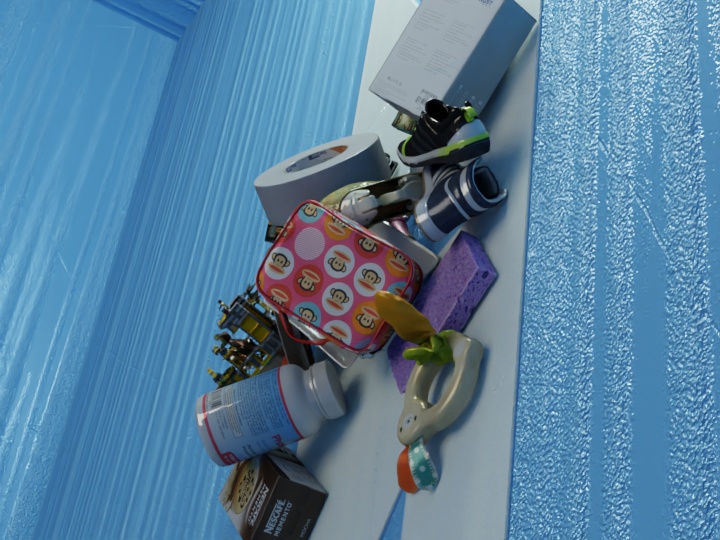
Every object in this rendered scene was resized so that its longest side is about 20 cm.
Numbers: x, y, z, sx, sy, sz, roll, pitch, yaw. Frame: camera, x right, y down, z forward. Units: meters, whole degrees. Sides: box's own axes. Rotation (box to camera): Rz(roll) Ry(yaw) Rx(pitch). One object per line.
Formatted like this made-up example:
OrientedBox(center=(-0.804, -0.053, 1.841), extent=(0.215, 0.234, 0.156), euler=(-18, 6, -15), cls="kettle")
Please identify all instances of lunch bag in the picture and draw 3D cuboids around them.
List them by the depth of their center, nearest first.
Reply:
OrientedBox(center=(-0.035, 0.021, 1.585), extent=(0.176, 0.200, 0.082), euler=(-58, -17, 2), cls="lunch bag")

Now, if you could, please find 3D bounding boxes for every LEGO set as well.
OrientedBox(center=(-0.199, 0.101, 1.898), extent=(0.154, 0.116, 0.200), euler=(-48, 11, 17), cls="LEGO set")

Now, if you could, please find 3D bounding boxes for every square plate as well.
OrientedBox(center=(-0.012, 0.017, 1.677), extent=(0.200, 0.028, 0.198), euler=(-49, 51, -5), cls="square plate")

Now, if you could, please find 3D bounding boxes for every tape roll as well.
OrientedBox(center=(-0.056, -0.137, 1.776), extent=(0.200, 0.066, 0.200), euler=(-20, 17, 6), cls="tape roll")

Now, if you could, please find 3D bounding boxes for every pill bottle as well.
OrientedBox(center=(-0.126, 0.199, 1.702), extent=(0.200, 0.109, 0.109), euler=(-20, 35, 8), cls="pill bottle")

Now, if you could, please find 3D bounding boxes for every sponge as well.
OrientedBox(center=(0.100, 0.056, 1.528), extent=(0.200, 0.030, 0.112), euler=(-60, 21, 19), cls="sponge")

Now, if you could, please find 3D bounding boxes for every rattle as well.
OrientedBox(center=(0.051, 0.149, 1.409), extent=(0.130, 0.143, 0.200), euler=(26, 86, 51), cls="rattle")

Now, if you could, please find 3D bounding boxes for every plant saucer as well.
OrientedBox(center=(-0.101, 0.097, 1.824), extent=(0.200, 0.032, 0.201), euler=(-17, -90, -89), cls="plant saucer")

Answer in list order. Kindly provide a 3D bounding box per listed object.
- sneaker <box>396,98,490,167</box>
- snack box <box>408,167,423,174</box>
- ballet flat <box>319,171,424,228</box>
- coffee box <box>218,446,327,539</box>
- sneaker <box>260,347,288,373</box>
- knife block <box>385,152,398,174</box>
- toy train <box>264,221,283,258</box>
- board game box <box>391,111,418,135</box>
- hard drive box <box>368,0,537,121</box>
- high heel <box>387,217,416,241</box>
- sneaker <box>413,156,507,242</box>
OrientedBox(center=(0.106, -0.186, 1.561), extent=(0.200, 0.072, 0.083), euler=(3, 115, 63), cls="sneaker")
OrientedBox(center=(0.111, -0.213, 1.785), extent=(0.072, 0.024, 0.200), euler=(-32, 40, 54), cls="snack box")
OrientedBox(center=(0.028, -0.096, 1.658), extent=(0.071, 0.200, 0.071), euler=(163, 90, -72), cls="ballet flat")
OrientedBox(center=(-0.131, 0.327, 1.728), extent=(0.113, 0.080, 0.200), euler=(-65, 21, 1), cls="coffee box")
OrientedBox(center=(-0.145, 0.175, 1.887), extent=(0.200, 0.082, 0.077), euler=(-97, 4, -53), cls="sneaker")
OrientedBox(center=(-0.011, -0.109, 1.945), extent=(0.064, 0.175, 0.200), euler=(-98, -8, -56), cls="knife block")
OrientedBox(center=(-0.081, -0.043, 1.825), extent=(0.200, 0.085, 0.114), euler=(7, 86, 57), cls="toy train")
OrientedBox(center=(0.131, -0.285, 1.755), extent=(0.200, 0.028, 0.135), euler=(-61, 31, -1), cls="board game box")
OrientedBox(center=(0.126, -0.301, 1.673), extent=(0.156, 0.077, 0.200), euler=(37, 97, 47), cls="hard drive box")
OrientedBox(center=(0.000, 0.000, 1.760), extent=(0.200, 0.067, 0.096), euler=(-55, 33, 15), cls="high heel")
OrientedBox(center=(0.137, -0.116, 1.569), extent=(0.108, 0.070, 0.200), euler=(-33, 18, 26), cls="sneaker")
